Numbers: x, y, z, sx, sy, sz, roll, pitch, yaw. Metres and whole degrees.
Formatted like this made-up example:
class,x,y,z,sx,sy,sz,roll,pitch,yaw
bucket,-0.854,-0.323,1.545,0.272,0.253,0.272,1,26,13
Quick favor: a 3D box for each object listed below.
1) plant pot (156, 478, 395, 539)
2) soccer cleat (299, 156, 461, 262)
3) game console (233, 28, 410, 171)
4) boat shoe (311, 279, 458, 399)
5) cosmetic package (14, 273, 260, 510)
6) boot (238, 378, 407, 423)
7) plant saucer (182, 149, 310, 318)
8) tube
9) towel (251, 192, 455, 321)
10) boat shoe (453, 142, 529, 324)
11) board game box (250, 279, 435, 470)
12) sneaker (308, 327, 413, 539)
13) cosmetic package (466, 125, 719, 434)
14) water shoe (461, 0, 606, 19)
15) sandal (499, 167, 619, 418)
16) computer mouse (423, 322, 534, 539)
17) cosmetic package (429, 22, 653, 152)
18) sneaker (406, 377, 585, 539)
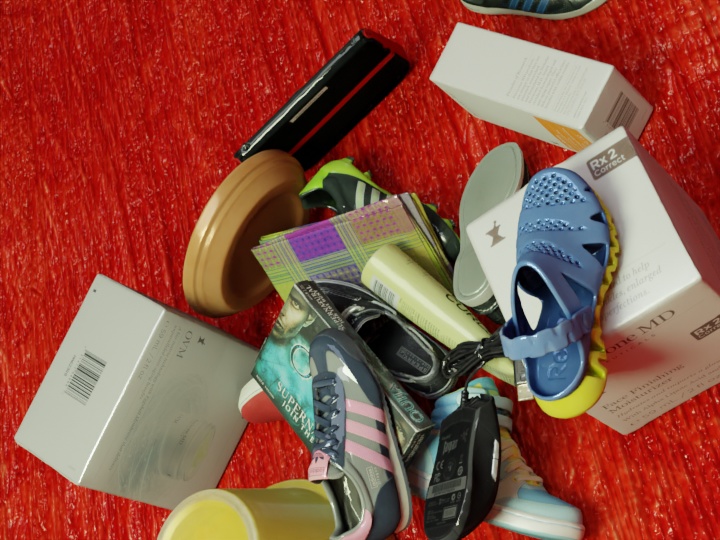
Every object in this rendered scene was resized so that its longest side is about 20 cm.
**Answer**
class,x,y,z,sx,sy,sz,roll,pitch,yaw
plant pot,-0.091,0.292,1.231,0.201,0.189,0.201,-14,64,30
soccer cleat,0.021,-0.051,1.355,0.200,0.068,0.081,32,63,32
game console,-0.039,-0.183,1.409,0.200,0.177,0.031,-43,76,14
boat shoe,0.005,0.061,1.270,0.200,0.068,0.072,34,88,30
cosmetic package,-0.226,0.140,1.387,0.123,0.200,0.200,24,86,38
boot,-0.040,0.167,1.326,0.200,0.072,0.144,-17,63,26
plant saucer,-0.115,-0.034,1.388,0.037,0.200,0.200,28,88,22
tube,0.088,0.050,1.241,0.200,0.058,0.052,40,128,23
towel,0.000,0.000,1.333,0.200,0.144,0.023,-17,28,30
boat shoe,0.140,-0.038,1.285,0.076,0.060,0.200,-14,48,43
board game box,-0.023,0.124,1.245,0.200,0.028,0.135,48,131,27
sneaker,-0.017,0.153,1.165,0.070,0.082,0.200,-26,81,49
cosmetic package,0.228,0.015,1.107,0.165,0.200,0.165,-34,54,21
water shoe,0.179,-0.312,1.361,0.200,0.079,0.072,1,72,36
sandal,0.148,0.007,0.982,0.079,0.087,0.200,-16,60,34
computer mouse,0.116,0.144,1.121,0.140,0.046,0.200,-36,38,52
cosmetic package,0.180,-0.179,1.290,0.200,0.101,0.071,27,88,41
sneaker,0.132,0.171,1.191,0.200,0.080,0.131,14,81,38
